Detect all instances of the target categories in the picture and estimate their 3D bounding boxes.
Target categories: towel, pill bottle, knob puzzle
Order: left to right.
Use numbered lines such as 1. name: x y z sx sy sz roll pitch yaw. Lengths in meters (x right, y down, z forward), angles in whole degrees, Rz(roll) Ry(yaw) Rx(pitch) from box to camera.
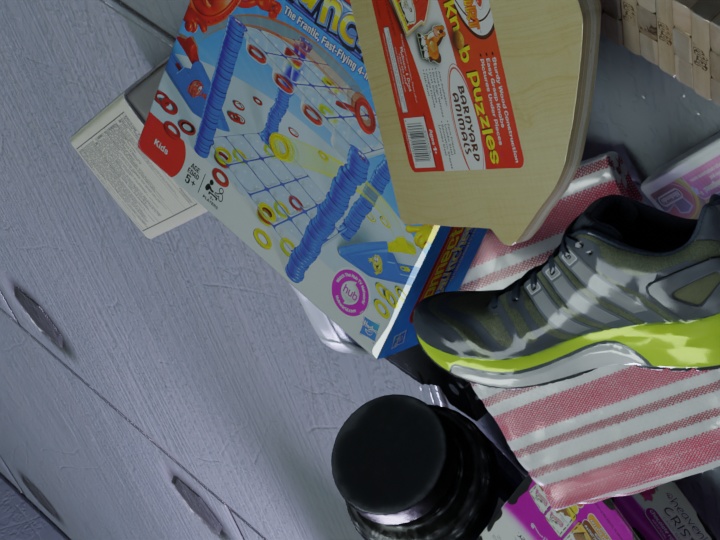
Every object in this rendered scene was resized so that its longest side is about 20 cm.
1. pill bottle: 0.055 0.161 1.474 0.112 0.112 0.200 36 174 33
2. knob puzzle: 0.058 -0.111 0.957 0.220 0.030 0.221 41 140 48
3. towel: 0.123 0.037 1.148 0.146 0.030 0.201 -21 112 30

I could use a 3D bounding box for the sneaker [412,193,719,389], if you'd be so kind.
1. sneaker: 0.113 0.005 1.036 0.199 0.074 0.082 -9 111 29

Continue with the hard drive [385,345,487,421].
1. hard drive: 0.021 0.001 1.418 0.139 0.038 0.201 32 156 41

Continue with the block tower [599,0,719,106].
1. block tower: 0.181 -0.086 0.842 0.200 0.058 0.054 36 158 30

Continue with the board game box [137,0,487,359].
1. board game box: -0.008 -0.092 1.103 0.200 0.056 0.197 40 125 24

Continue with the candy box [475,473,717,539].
1. candy box: 0.144 0.203 1.350 0.137 0.061 0.200 54 139 20

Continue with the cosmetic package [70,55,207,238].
1. cosmetic package: -0.129 -0.095 1.493 0.104 0.087 0.200 52 163 -9

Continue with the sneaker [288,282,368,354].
1. sneaker: 0.000 0.000 1.294 0.070 0.074 0.200 -4 157 18

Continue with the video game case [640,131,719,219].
1. video game case: 0.228 0.016 0.996 0.200 0.018 0.143 49 162 -2
